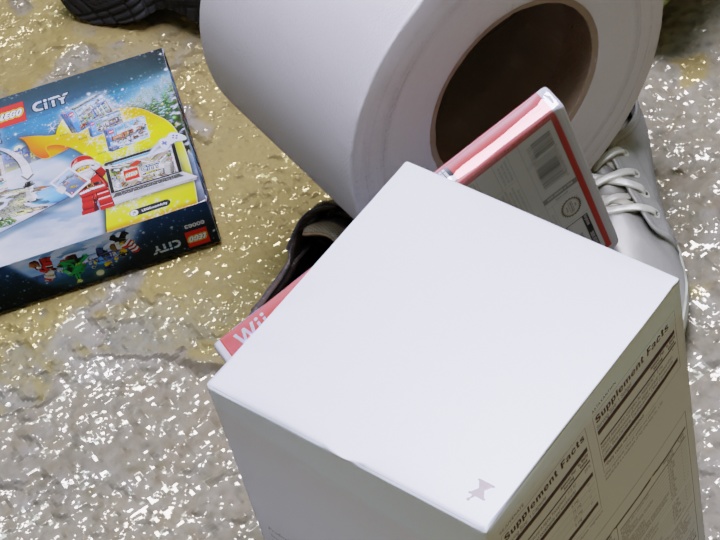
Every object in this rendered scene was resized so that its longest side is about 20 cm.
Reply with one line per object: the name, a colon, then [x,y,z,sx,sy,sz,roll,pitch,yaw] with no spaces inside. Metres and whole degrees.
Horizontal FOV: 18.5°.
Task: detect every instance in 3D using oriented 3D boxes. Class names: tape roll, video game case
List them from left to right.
video game case: [0.033,0.010,1.093,0.200,0.143,0.017,-38,58,-3]
tape roll: [0.037,-0.126,1.135,0.202,0.203,0.139,-34,53,-16]

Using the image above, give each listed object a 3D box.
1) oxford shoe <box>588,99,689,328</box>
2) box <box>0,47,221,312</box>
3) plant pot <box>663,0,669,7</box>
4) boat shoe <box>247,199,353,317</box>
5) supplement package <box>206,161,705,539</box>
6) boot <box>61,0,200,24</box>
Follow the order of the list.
oxford shoe: [0.132,-0.035,1.193,0.075,0.058,0.201,-7,50,3]
box: [-0.192,-0.045,1.294,0.199,0.038,0.137,-18,48,-2]
plant pot: [0.189,-0.270,1.314,0.184,0.201,0.200,-27,47,-26]
boat shoe: [0.000,0.000,1.183,0.074,0.074,0.200,15,54,25]
supplement package: [0.052,0.090,1.005,0.151,0.201,0.151,25,59,30]
boot: [-0.090,-0.218,1.397,0.199,0.070,0.132,10,51,24]
